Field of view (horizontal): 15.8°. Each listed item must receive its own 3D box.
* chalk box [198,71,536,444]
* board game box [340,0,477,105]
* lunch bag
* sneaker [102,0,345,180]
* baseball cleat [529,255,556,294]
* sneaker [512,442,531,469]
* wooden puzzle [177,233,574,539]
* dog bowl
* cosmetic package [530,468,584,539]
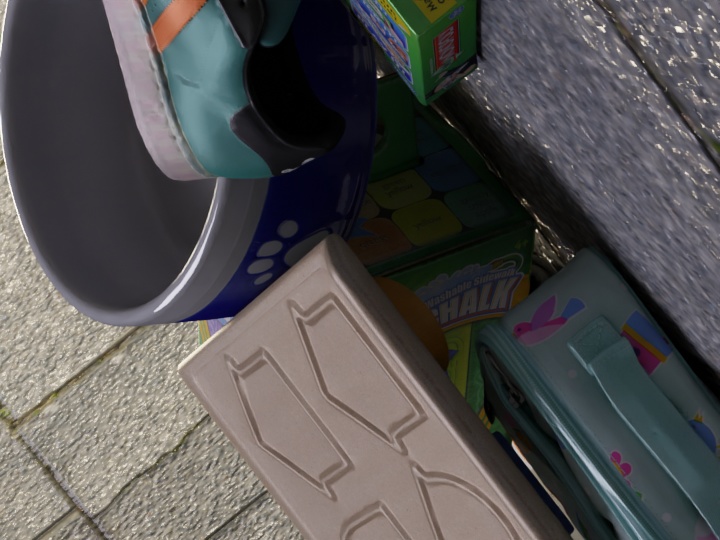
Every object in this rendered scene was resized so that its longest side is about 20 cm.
[{"bbox_3d":[0.000,0.000,1.240,0.124,0.124,0.201,51,151,39],"label":"chalk box"},{"bbox_3d":[-0.029,-0.156,0.948,0.200,0.029,0.135,52,179,7],"label":"board game box"},{"bbox_3d":[0.124,0.089,1.090,0.200,0.077,0.160,52,178,14],"label":"lunch bag"},{"bbox_3d":[-0.060,-0.125,0.982,0.071,0.080,0.201,-58,-43,-47],"label":"sneaker"},{"bbox_3d":[0.069,0.006,1.338,0.200,0.070,0.107,48,161,34],"label":"baseball cleat"},{"bbox_3d":[0.092,0.065,1.566,0.200,0.076,0.092,52,-177,29],"label":"sneaker"},{"bbox_3d":[0.017,0.081,1.120,0.186,0.046,0.200,53,152,1],"label":"wooden puzzle"},{"bbox_3d":[-0.080,-0.077,1.152,0.079,0.201,0.200,-3,-141,-36],"label":"dog bowl"},{"bbox_3d":[0.128,0.205,1.312,0.165,0.200,0.165,53,178,-23],"label":"cosmetic package"}]
